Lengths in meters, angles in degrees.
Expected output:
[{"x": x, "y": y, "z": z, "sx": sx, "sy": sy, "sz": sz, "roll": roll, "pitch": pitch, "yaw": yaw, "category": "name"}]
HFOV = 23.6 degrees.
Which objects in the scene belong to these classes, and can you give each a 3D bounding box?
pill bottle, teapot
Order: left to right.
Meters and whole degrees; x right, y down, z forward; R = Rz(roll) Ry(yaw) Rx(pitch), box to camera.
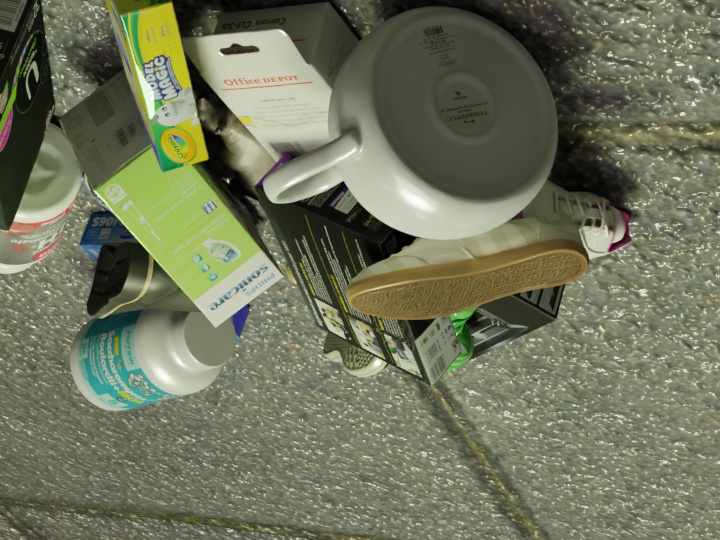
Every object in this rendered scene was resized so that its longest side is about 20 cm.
[{"x": -0.351, "y": -0.069, "z": 1.761, "sx": 0.111, "sy": 0.111, "sz": 0.200, "roll": 22, "pitch": 155, "yaw": -9, "category": "pill bottle"}, {"x": -0.222, "y": 0.086, "z": 1.880, "sx": 0.111, "sy": 0.111, "sz": 0.200, "roll": 35, "pitch": 148, "yaw": -30, "category": "pill bottle"}, {"x": 0.048, "y": -0.104, "z": 1.381, "sx": 0.200, "sy": 0.198, "sz": 0.146, "roll": 29, "pitch": 152, "yaw": -14, "category": "teapot"}]

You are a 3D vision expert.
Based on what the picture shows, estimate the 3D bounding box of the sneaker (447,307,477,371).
[{"x": 0.077, "y": 0.037, "z": 1.633, "sx": 0.083, "sy": 0.074, "sz": 0.200, "roll": 10, "pitch": 150, "yaw": 25, "category": "sneaker"}]

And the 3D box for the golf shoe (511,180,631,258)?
[{"x": 0.179, "y": -0.049, "z": 1.507, "sx": 0.091, "sy": 0.076, "sz": 0.200, "roll": -8, "pitch": 171, "yaw": 21, "category": "golf shoe"}]

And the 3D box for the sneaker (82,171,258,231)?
[{"x": -0.190, "y": -0.066, "z": 1.736, "sx": 0.200, "sy": 0.076, "sz": 0.077, "roll": 31, "pitch": 173, "yaw": -24, "category": "sneaker"}]

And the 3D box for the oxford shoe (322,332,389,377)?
[{"x": 0.011, "y": 0.071, "z": 1.705, "sx": 0.058, "sy": 0.075, "sz": 0.200, "roll": 21, "pitch": 175, "yaw": -11, "category": "oxford shoe"}]

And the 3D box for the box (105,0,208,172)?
[{"x": -0.173, "y": -0.190, "z": 1.403, "sx": 0.048, "sy": 0.117, "sz": 0.200, "roll": -17, "pitch": 138, "yaw": -10, "category": "box"}]

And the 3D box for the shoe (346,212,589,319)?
[{"x": 0.086, "y": -0.005, "z": 1.416, "sx": 0.199, "sy": 0.053, "sz": 0.070, "roll": -11, "pitch": 147, "yaw": 5, "category": "shoe"}]

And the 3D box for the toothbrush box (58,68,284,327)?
[{"x": -0.174, "y": -0.067, "z": 1.590, "sx": 0.200, "sy": 0.086, "sz": 0.146, "roll": 53, "pitch": -179, "yaw": -37, "category": "toothbrush box"}]

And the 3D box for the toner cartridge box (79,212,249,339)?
[{"x": -0.213, "y": 0.008, "z": 1.897, "sx": 0.095, "sy": 0.043, "sz": 0.200, "roll": -2, "pitch": 147, "yaw": 31, "category": "toner cartridge box"}]

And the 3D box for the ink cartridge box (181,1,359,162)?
[{"x": -0.053, "y": -0.162, "z": 1.465, "sx": 0.116, "sy": 0.068, "sz": 0.200, "roll": -1, "pitch": 149, "yaw": 32, "category": "ink cartridge box"}]

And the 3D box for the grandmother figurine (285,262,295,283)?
[{"x": -0.005, "y": -0.033, "z": 1.659, "sx": 0.121, "sy": 0.061, "sz": 0.200, "roll": 40, "pitch": 142, "yaw": 6, "category": "grandmother figurine"}]

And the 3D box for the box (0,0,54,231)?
[{"x": -0.363, "y": -0.155, "z": 1.569, "sx": 0.124, "sy": 0.149, "sz": 0.200, "roll": 15, "pitch": 152, "yaw": 2, "category": "box"}]

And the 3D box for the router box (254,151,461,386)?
[{"x": 0.000, "y": 0.000, "z": 1.528, "sx": 0.149, "sy": 0.051, "sz": 0.200, "roll": 26, "pitch": 152, "yaw": 34, "category": "router box"}]

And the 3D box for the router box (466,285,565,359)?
[{"x": 0.085, "y": 0.021, "z": 1.737, "sx": 0.157, "sy": 0.052, "sz": 0.200, "roll": 29, "pitch": 151, "yaw": -19, "category": "router box"}]

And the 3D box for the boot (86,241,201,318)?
[{"x": -0.200, "y": 0.022, "z": 1.783, "sx": 0.138, "sy": 0.078, "sz": 0.200, "roll": 12, "pitch": 176, "yaw": -21, "category": "boot"}]

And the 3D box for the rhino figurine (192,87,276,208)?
[{"x": -0.105, "y": -0.114, "z": 1.569, "sx": 0.087, "sy": 0.060, "sz": 0.200, "roll": 26, "pitch": 165, "yaw": 38, "category": "rhino figurine"}]
